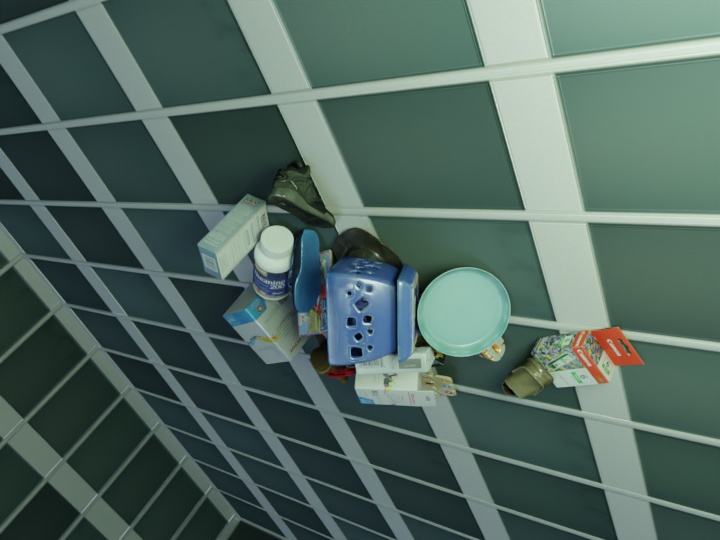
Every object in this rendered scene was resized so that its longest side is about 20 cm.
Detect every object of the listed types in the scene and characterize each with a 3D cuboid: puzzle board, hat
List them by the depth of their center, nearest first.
[{"bbox_3d":[0.000,0.000,1.585,0.199,0.081,0.202,25,143,20],"label":"hat"},{"bbox_3d":[-0.117,0.059,1.697,0.017,0.203,0.150,5,168,-39],"label":"puzzle board"}]

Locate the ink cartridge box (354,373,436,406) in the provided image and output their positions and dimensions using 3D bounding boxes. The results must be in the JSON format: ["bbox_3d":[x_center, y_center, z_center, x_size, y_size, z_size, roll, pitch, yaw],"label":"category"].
[{"bbox_3d":[0.092,0.291,1.713,0.197,0.069,0.116,1,150,10],"label":"ink cartridge box"}]

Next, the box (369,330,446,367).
[{"bbox_3d":[0.094,0.187,1.692,0.199,0.046,0.158,31,151,-26],"label":"box"}]

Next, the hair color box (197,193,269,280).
[{"bbox_3d":[-0.307,-0.084,1.663,0.060,0.200,0.100,24,144,20],"label":"hair color box"}]

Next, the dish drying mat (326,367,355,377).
[{"bbox_3d":[0.006,0.262,1.810,0.076,0.199,0.018,-16,81,43],"label":"dish drying mat"}]

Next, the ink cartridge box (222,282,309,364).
[{"bbox_3d":[-0.253,0.142,1.924,0.145,0.147,0.201,-16,118,50],"label":"ink cartridge box"}]

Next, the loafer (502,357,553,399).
[{"bbox_3d":[0.365,0.245,1.492,0.076,0.067,0.200,45,168,12],"label":"loafer"}]

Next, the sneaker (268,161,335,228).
[{"bbox_3d":[-0.118,-0.171,1.515,0.076,0.116,0.199,-7,154,40],"label":"sneaker"}]

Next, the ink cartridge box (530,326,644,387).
[{"bbox_3d":[0.463,0.181,1.394,0.109,0.050,0.199,50,146,-16],"label":"ink cartridge box"}]

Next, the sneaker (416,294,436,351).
[{"bbox_3d":[0.164,0.124,1.604,0.198,0.114,0.071,15,149,-21],"label":"sneaker"}]

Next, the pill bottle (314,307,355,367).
[{"bbox_3d":[-0.046,0.145,1.768,0.111,0.112,0.201,-3,130,44],"label":"pill bottle"}]

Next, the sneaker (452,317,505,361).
[{"bbox_3d":[0.239,0.128,1.521,0.201,0.078,0.077,52,155,-16],"label":"sneaker"}]

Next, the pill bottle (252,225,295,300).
[{"bbox_3d":[-0.219,-0.021,1.735,0.110,0.111,0.201,30,145,11],"label":"pill bottle"}]

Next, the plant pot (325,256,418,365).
[{"bbox_3d":[0.032,0.084,1.439,0.177,0.200,0.203,1,102,9],"label":"plant pot"}]

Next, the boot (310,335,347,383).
[{"bbox_3d":[-0.077,0.261,1.886,0.073,0.201,0.156,-19,120,9],"label":"boot"}]

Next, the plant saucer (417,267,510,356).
[{"bbox_3d":[0.218,0.086,1.437,0.197,0.027,0.203,-1,108,-2],"label":"plant saucer"}]

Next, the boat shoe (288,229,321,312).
[{"bbox_3d":[-0.132,0.003,1.656,0.083,0.203,0.068,13,172,-27],"label":"boat shoe"}]

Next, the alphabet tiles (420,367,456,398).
[{"bbox_3d":[0.152,0.287,1.779,0.193,0.015,0.201,7,150,20],"label":"alphabet tiles"}]

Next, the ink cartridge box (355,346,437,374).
[{"bbox_3d":[0.086,0.190,1.536,0.160,0.200,0.058,-5,98,14],"label":"ink cartridge box"}]
